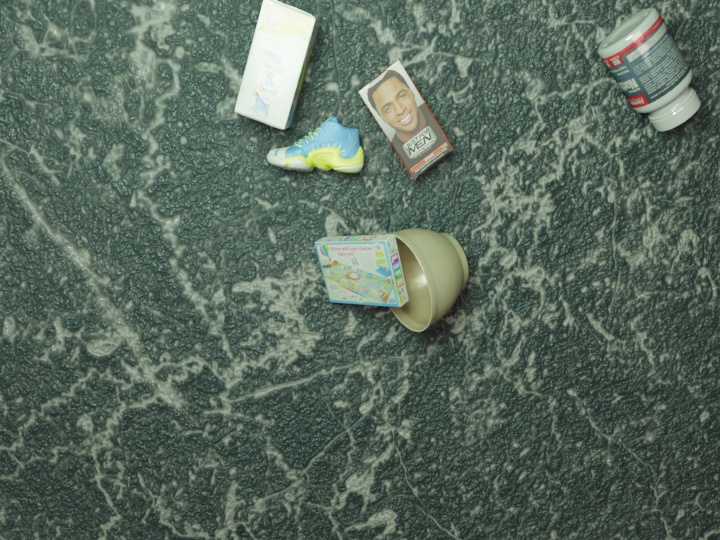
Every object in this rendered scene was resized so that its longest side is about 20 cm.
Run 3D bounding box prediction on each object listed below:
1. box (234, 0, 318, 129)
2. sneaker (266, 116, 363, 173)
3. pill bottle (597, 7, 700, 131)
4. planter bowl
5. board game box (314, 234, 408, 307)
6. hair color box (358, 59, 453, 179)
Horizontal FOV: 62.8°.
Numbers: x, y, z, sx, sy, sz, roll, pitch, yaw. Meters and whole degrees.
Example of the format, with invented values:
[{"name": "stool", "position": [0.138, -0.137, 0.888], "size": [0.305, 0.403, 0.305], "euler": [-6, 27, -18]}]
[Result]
[{"name": "box", "position": [-0.154, -0.383, 1.105], "size": [0.098, 0.113, 0.206], "euler": [18, 105, -5]}, {"name": "sneaker", "position": [-0.088, -0.252, 1.175], "size": [0.193, 0.076, 0.109], "euler": [2, 95, -9]}, {"name": "pill bottle", "position": [0.552, -0.373, 1.118], "size": [0.119, 0.120, 0.201], "euler": [-38, 103, 10]}, {"name": "planter bowl", "position": [0.135, 0.002, 1.197], "size": [0.132, 0.199, 0.207], "euler": [-22, 108, -24]}, {"name": "board game box", "position": [0.000, 0.000, 1.200], "size": [0.196, 0.034, 0.139], "euler": [2, 113, 43]}, {"name": "hair color box", "position": [0.089, -0.296, 1.163], "size": [0.100, 0.061, 0.202], "euler": [-34, 104, 10]}]
